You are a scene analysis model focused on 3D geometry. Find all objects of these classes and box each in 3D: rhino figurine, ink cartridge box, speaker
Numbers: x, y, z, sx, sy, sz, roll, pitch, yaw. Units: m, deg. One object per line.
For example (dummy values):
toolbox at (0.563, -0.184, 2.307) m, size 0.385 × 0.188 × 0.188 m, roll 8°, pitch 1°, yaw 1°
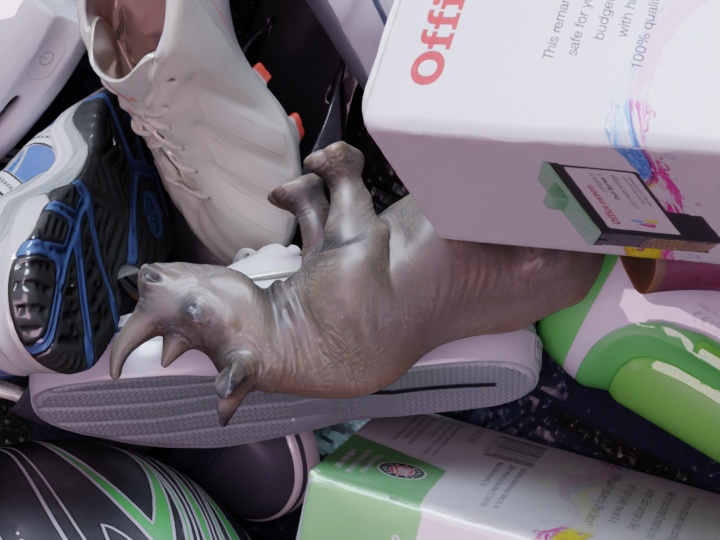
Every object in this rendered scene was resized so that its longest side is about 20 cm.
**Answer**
rhino figurine at (0.000, 0.000, 0.928) m, size 0.199 × 0.060 × 0.088 m, roll -22°, pitch 80°, yaw -13°
ink cartridge box at (0.082, 0.127, 0.977) m, size 0.199 × 0.145 × 0.088 m, roll 13°, pitch 100°, yaw 11°
speaker at (0.171, 0.047, 0.985) m, size 0.199 × 0.088 × 0.089 m, roll 31°, pitch 99°, yaw 9°
ink cartridge box at (0.119, -0.083, 0.854) m, size 0.199 × 0.084 × 0.146 m, roll 5°, pitch 63°, yaw 26°

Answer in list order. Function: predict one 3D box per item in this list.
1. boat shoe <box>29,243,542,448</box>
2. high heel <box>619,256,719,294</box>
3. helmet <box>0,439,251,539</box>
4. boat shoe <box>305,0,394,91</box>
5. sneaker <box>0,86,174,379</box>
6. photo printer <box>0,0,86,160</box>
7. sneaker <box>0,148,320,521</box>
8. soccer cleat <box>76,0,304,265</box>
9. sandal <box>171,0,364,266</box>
boat shoe at (-0.030, 0.024, 0.989) m, size 0.198 × 0.074 × 0.067 m, roll -2°, pitch 62°, yaw -6°
high heel at (0.129, -0.072, 0.976) m, size 0.095 × 0.068 × 0.201 m, roll -2°, pitch 59°, yaw -17°
helmet at (-0.116, 0.166, 0.985) m, size 0.190 × 0.199 × 0.202 m, roll -8°, pitch 91°, yaw 46°
boat shoe at (0.027, -0.094, 0.997) m, size 0.065 × 0.074 × 0.200 m, roll -35°, pitch 120°, yaw -2°
sneaker at (-0.125, -0.016, 0.964) m, size 0.077 × 0.200 × 0.076 m, roll -15°, pitch 106°, yaw 17°
photo printer at (-0.191, -0.120, 1.017) m, size 0.166 × 0.069 × 0.201 m, roll -39°, pitch 59°, yaw 27°
sneaker at (-0.109, 0.039, 1.042) m, size 0.200 × 0.079 × 0.079 m, roll 42°, pitch 127°, yaw 11°
soccer cleat at (-0.071, -0.074, 0.958) m, size 0.069 × 0.078 × 0.201 m, roll 12°, pitch 132°, yaw 28°
sandal at (-0.032, -0.066, 1.046) m, size 0.076 × 0.043 × 0.201 m, roll 18°, pitch 96°, yaw 11°
